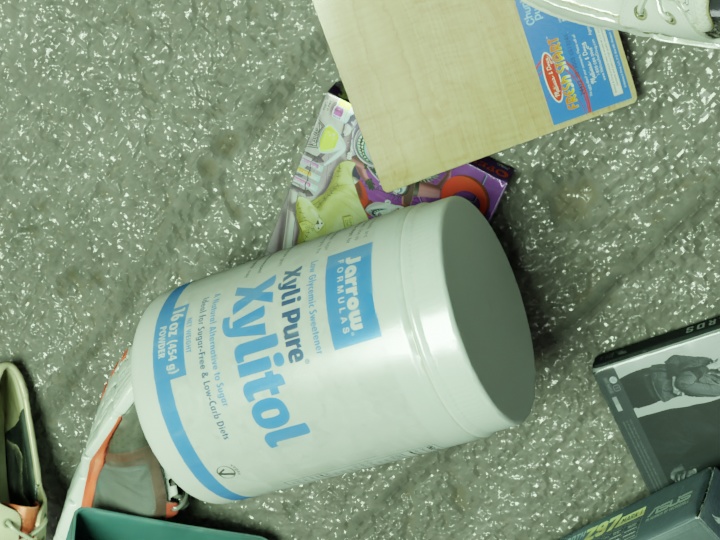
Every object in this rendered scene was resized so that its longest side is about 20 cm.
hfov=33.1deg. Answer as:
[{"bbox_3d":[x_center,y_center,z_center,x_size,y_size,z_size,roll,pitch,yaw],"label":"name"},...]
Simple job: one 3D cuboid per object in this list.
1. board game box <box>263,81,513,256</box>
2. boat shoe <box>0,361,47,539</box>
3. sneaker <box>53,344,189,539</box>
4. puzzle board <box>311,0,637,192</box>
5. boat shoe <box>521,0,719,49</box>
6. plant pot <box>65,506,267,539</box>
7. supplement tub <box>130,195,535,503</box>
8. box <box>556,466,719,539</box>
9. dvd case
[{"bbox_3d":[0.000,0.000,0.744,0.119,0.032,0.201,24,118,2],"label":"board game box"},{"bbox_3d":[-0.249,0.165,0.842,0.062,0.071,0.202,-22,72,28],"label":"boat shoe"},{"bbox_3d":[-0.150,0.129,0.837,0.081,0.077,0.201,20,126,-11],"label":"sneaker"},{"bbox_3d":[0.048,-0.159,0.646,0.149,0.017,0.202,-19,107,10],"label":"puzzle board"},{"bbox_3d":[0.164,-0.146,0.592,0.197,0.069,0.072,8,112,10],"label":"boat shoe"},{"bbox_3d":[-0.159,0.289,0.843,0.140,0.142,0.201,14,134,-19],"label":"plant pot"},{"bbox_3d":[-0.016,0.048,0.681,0.198,0.132,0.133,-19,106,24],"label":"supplement tub"},{"bbox_3d":[0.188,0.226,0.748,0.158,0.051,0.200,46,130,-5],"label":"box"},{"bbox_3d":[0.254,0.087,0.698,0.198,0.025,0.151,-21,105,25],"label":"dvd case"}]
